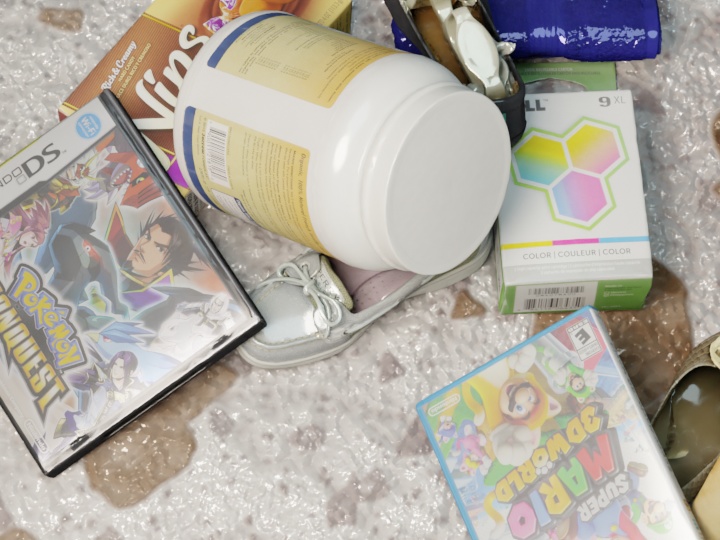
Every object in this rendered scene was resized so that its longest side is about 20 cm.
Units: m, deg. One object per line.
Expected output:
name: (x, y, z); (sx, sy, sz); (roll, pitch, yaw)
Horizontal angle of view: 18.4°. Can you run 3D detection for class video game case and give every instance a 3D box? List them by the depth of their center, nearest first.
video game case: (0.133, 0.144, 1.459); (0.143, 0.018, 0.201); (-30, 67, 17)
video game case: (-0.191, 0.007, 1.509); (0.180, 0.026, 0.201); (-35, 76, 1)

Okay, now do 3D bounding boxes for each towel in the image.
towel: (0.119, -0.212, 1.637); (0.198, 0.050, 0.149); (0, 60, -1)

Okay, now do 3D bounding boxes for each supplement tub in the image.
supplement tub: (-0.013, -0.084, 1.474); (0.199, 0.145, 0.145); (23, 64, 40)

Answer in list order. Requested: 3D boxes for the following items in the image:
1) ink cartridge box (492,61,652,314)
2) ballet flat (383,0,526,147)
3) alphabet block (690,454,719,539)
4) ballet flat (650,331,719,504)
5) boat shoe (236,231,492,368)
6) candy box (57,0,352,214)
ink cartridge box: (0.143, -0.072, 1.566); (0.103, 0.059, 0.202); (-2, 66, -1)
ballet flat: (0.065, -0.174, 1.547); (0.073, 0.073, 0.201); (-19, 63, -10)
alphabet block: (0.344, 0.147, 1.402); (0.195, 0.200, 0.197); (-38, 73, -17)
ballet flat: (0.215, 0.116, 1.493); (0.067, 0.046, 0.200); (33, 70, 20)
boat shoe: (0.001, 0.001, 1.527); (0.201, 0.065, 0.075); (-23, 69, -12)
candy box: (-0.110, -0.143, 1.592); (0.116, 0.057, 0.200); (35, 69, 13)
